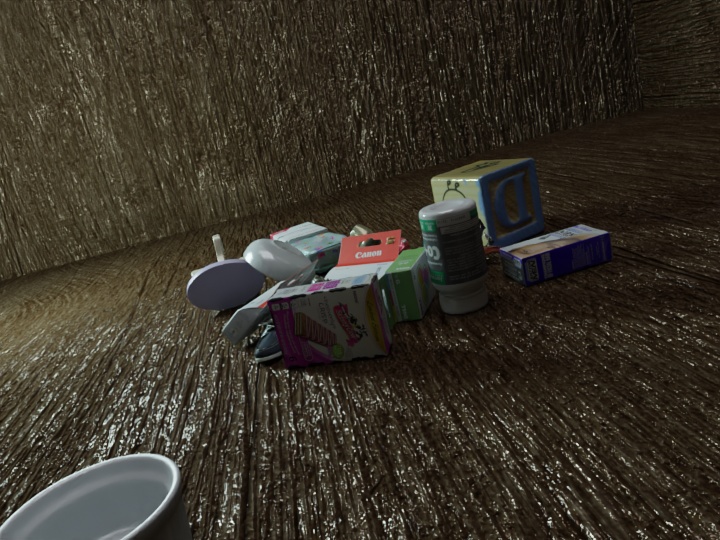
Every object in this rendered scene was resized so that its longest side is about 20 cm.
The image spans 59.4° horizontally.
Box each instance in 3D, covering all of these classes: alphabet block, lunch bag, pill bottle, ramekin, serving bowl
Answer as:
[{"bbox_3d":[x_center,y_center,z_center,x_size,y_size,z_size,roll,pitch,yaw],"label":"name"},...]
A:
[{"bbox_3d":[0.327,-0.172,1.627,0.194,0.199,0.199,-19,15,-28],"label":"alphabet block"},{"bbox_3d":[-0.121,-0.048,1.812,0.158,0.078,0.199,-22,17,-23],"label":"lunch bag"},{"bbox_3d":[0.183,-0.028,1.212,0.111,0.204,0.113,-12,14,3],"label":"pill bottle"},{"bbox_3d":[-0.275,0.294,0.670,0.197,0.100,0.201,-14,14,4],"label":"ramekin"},{"bbox_3d":[-0.199,-0.030,1.628,0.197,0.067,0.200,26,12,-6],"label":"serving bowl"}]

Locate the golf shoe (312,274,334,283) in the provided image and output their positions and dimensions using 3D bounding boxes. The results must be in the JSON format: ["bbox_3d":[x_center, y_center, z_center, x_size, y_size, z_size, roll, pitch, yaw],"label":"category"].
[{"bbox_3d":[-0.055,0.099,1.259,0.077,0.098,0.200,19,20,-32],"label":"golf shoe"}]

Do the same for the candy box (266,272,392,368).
[{"bbox_3d":[-0.053,0.092,1.125,0.196,0.139,0.061,-10,16,15],"label":"candy box"}]

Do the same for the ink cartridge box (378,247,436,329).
[{"bbox_3d":[0.096,0.034,1.258,0.058,0.106,0.200,-7,16,22],"label":"ink cartridge box"}]

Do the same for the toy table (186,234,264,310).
[{"bbox_3d":[-0.353,0.013,1.647,0.196,0.187,0.118,-5,28,-13],"label":"toy table"}]

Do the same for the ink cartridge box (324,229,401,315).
[{"bbox_3d":[0.000,0.000,1.354,0.157,0.047,0.203,-6,61,30],"label":"ink cartridge box"}]

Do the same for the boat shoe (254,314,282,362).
[{"bbox_3d":[-0.164,0.119,1.270,0.073,0.063,0.200,-6,17,21],"label":"boat shoe"}]

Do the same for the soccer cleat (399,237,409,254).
[{"bbox_3d":[0.049,-0.006,1.554,0.066,0.077,0.199,28,58,39],"label":"soccer cleat"}]

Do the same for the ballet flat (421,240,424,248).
[{"bbox_3d":[0.165,-0.044,1.402,0.069,0.069,0.201,2,-25,-1],"label":"ballet flat"}]

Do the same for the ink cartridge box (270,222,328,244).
[{"bbox_3d":[-0.189,-0.087,2.000,0.143,0.085,0.200,-19,16,-18],"label":"ink cartridge box"}]

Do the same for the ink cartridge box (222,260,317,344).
[{"bbox_3d":[-0.190,0.053,1.334,0.201,0.047,0.160,-50,-7,32],"label":"ink cartridge box"}]

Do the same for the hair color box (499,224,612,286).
[{"bbox_3d":[0.403,-0.035,1.309,0.196,0.066,0.109,-18,16,-8],"label":"hair color box"}]

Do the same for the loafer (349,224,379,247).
[{"bbox_3d":[-0.004,-0.054,1.582,0.075,0.069,0.201,-31,-15,-28],"label":"loafer"}]

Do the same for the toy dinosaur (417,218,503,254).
[{"bbox_3d":[0.220,-0.046,1.482,0.180,0.105,0.200,-38,33,-1],"label":"toy dinosaur"}]
